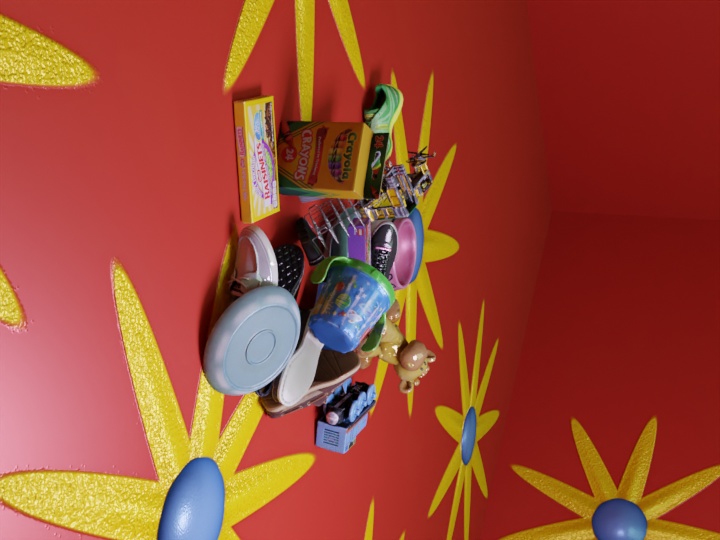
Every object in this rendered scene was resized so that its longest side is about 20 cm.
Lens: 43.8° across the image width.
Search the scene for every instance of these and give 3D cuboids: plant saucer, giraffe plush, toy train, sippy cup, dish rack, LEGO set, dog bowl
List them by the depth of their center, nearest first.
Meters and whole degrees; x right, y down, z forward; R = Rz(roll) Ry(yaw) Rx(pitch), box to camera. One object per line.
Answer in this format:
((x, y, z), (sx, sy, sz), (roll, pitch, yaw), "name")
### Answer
((-0.170, 0.122, 1.472), (0.199, 0.027, 0.203), (-28, 133, -34), "plant saucer")
((-0.024, 0.069, 1.599), (0.131, 0.177, 0.140), (-58, -175, -31), "sippy cup")
((-0.030, -0.102, 1.644), (0.055, 0.199, 0.154), (55, 4, -24), "dish rack")
((-0.040, -0.032, 1.872), (0.201, 0.038, 0.204), (5, 90, -69), "plant saucer")
((-0.029, 0.307, 1.917), (0.200, 0.085, 0.116), (-30, 131, -67), "toy train")
((0.068, -0.201, 1.968), (0.200, 0.152, 0.117), (-45, 122, -33), "LEGO set")
((0.081, 0.182, 1.995), (0.173, 0.162, 0.200), (-51, 170, -5), "giraffe plush")
((0.075, -0.043, 2.114), (0.200, 0.073, 0.204), (4, 90, -68), "dog bowl")

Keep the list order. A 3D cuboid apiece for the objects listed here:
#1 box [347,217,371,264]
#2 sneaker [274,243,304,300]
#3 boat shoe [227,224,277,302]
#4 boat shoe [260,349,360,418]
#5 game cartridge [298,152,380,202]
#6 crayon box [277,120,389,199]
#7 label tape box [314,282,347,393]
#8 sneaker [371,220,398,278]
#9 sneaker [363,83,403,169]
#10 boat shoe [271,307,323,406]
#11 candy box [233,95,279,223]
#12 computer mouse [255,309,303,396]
((0.000, 0.000, 1.819), (0.137, 0.038, 0.203), (-69, 159, -78), "box")
((-0.149, 0.052, 1.606), (0.083, 0.071, 0.203), (107, -4, -72), "sneaker")
((-0.181, 0.029, 1.481), (0.071, 0.069, 0.204), (-25, 117, -48), "boat shoe")
((-0.088, 0.214, 1.654), (0.198, 0.072, 0.073), (-28, 142, -16), "boat shoe")
((-0.042, -0.193, 1.704), (0.201, 0.131, 0.041), (-58, 135, -52), "game cartridge")
((-0.054, -0.197, 1.585), (0.051, 0.197, 0.129), (31, 65, -65), "crayon box")
((-0.057, 0.139, 1.795), (0.201, 0.062, 0.146), (84, 14, -58), "label tape box")
((0.044, -0.003, 1.960), (0.099, 0.070, 0.203), (-101, -155, -65), "sneaker")
((0.033, -0.319, 1.982), (0.083, 0.073, 0.203), (24, 74, -41), "sneaker")
((-0.115, 0.155, 1.615), (0.072, 0.060, 0.203), (51, 49, -37), "boat shoe")
((-0.174, -0.190, 1.517), (0.102, 0.026, 0.203), (-32, 124, -60), "candy box")
((-0.149, 0.149, 1.650), (0.201, 0.034, 0.059), (-58, 139, -39), "computer mouse")
